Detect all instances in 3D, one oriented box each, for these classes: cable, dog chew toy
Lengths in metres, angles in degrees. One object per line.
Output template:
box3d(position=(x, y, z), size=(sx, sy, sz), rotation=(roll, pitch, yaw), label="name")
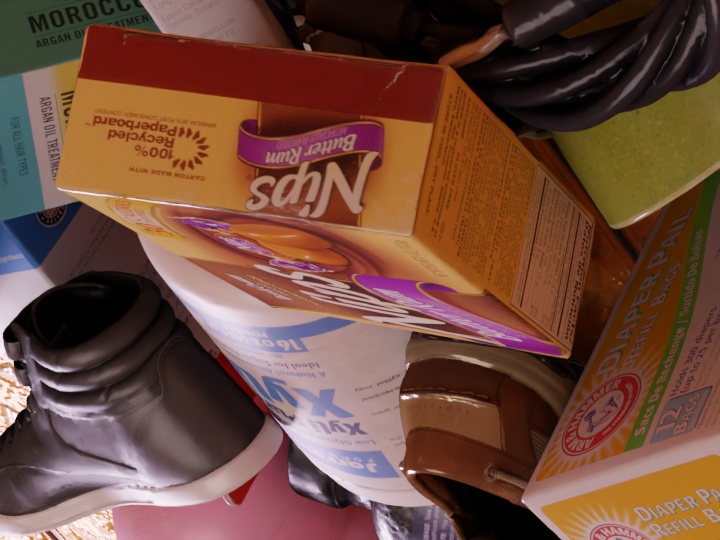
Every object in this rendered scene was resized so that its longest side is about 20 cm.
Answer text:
box3d(position=(0.056, -0.142, 0.764), size=(0.163, 0.051, 0.200), rotation=(29, 111, 20), label="cable")
box3d(position=(-0.024, 0.135, 1.313), size=(0.200, 0.125, 0.124), rotation=(35, 145, -26), label="dog chew toy")

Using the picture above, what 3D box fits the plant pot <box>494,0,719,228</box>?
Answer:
box3d(position=(0.089, -0.150, 0.863), size=(0.200, 0.187, 0.187), rotation=(49, 142, -2), label="plant pot")

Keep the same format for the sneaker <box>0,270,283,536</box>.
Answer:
box3d(position=(-0.126, 0.053, 1.132), size=(0.200, 0.071, 0.099), rotation=(-13, 115, 45), label="sneaker")

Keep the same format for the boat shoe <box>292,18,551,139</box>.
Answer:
box3d(position=(0.045, -0.076, 0.961), size=(0.072, 0.060, 0.202), rotation=(-11, 173, 32), label="boat shoe")

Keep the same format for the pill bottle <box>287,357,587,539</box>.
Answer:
box3d(position=(0.074, 0.090, 1.192), size=(0.200, 0.112, 0.112), rotation=(17, 142, 17), label="pill bottle")

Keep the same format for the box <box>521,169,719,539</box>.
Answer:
box3d(position=(0.161, 0.032, 0.987), size=(0.101, 0.200, 0.112), rotation=(43, 142, -18), label="box")

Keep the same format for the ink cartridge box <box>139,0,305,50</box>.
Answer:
box3d(position=(-0.092, -0.173, 0.937), size=(0.047, 0.198, 0.200), rotation=(-30, 124, 8), label="ink cartridge box")

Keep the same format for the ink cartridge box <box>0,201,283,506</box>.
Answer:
box3d(position=(-0.108, 0.004, 1.208), size=(0.067, 0.116, 0.200), rotation=(-8, 129, 39), label="ink cartridge box")

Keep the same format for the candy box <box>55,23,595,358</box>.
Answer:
box3d(position=(-0.004, -0.022, 0.857), size=(0.116, 0.057, 0.200), rotation=(9, 170, 19), label="candy box")

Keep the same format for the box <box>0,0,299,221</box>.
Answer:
box3d(position=(-0.114, -0.073, 1.078), size=(0.199, 0.049, 0.082), rotation=(-15, 140, -10), label="box")

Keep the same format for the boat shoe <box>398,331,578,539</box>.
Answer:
box3d(position=(0.066, 0.092, 1.037), size=(0.075, 0.074, 0.200), rotation=(0, 150, 34), label="boat shoe")

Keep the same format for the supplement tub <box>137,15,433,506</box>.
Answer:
box3d(position=(0.000, 0.000, 1.076), size=(0.132, 0.132, 0.200), rotation=(9, 155, 26), label="supplement tub")
